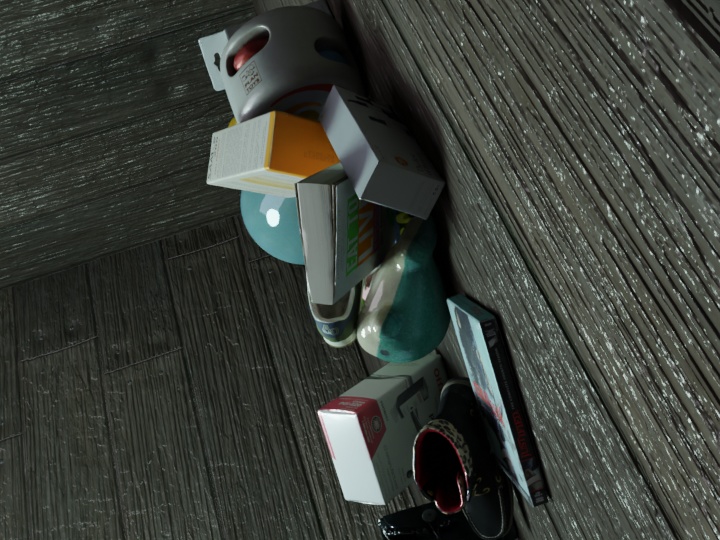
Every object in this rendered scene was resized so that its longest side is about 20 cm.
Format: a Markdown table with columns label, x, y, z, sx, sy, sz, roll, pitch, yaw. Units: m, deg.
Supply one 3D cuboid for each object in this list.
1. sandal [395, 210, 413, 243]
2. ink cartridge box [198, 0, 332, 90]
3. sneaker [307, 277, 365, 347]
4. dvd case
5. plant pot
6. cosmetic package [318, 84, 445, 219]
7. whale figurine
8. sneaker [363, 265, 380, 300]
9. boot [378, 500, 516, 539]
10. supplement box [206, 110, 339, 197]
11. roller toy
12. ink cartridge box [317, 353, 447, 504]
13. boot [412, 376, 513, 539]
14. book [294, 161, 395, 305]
| label | x | y | z | sx | sy | sz | roll | pitch | yaw |
| --- | --- | --- | --- | --- | --- | --- | --- | --- | --- |
| sandal | 0.016 | -0.099 | 1.166 | 0.079 | 0.087 | 0.201 | 117 | 137 | -86 |
| ink cartridge box | -0.132 | -0.320 | 1.348 | 0.116 | 0.199 | 0.067 | 78 | 171 | -56 |
| sneaker | -0.028 | -0.012 | 1.085 | 0.090 | 0.067 | 0.201 | 56 | -146 | -73 |
| dvd case | 0.142 | 0.131 | 0.940 | 0.146 | 0.022 | 0.201 | -133 | 24 | -79 |
| plant pot | -0.079 | -0.124 | 1.348 | 0.135 | 0.199 | 0.201 | 121 | 131 | -71 |
| cosmetic package | 0.019 | -0.134 | 0.968 | 0.051 | 0.082 | 0.200 | -64 | 28 | 25 |
| whale figurine | 0.066 | 0.027 | 1.064 | 0.159 | 0.103 | 0.200 | -59 | -11 | -45 |
| sneaker | 0.000 | 0.000 | 1.220 | 0.200 | 0.075 | 0.105 | 41 | -166 | 20 |
| boot | 0.102 | 0.316 | 1.217 | 0.200 | 0.167 | 0.077 | -113 | 7 | -52 |
| supplement box | -0.099 | -0.143 | 1.126 | 0.200 | 0.126 | 0.074 | 0 | 83 | 59 |
| roller toy | -0.094 | -0.255 | 1.227 | 0.183 | 0.199 | 0.140 | 96 | 156 | -64 |
| ink cartridge box | 0.050 | 0.225 | 1.292 | 0.085 | 0.200 | 0.146 | -6 | 106 | 43 |
| boot | 0.118 | 0.237 | 1.015 | 0.151 | 0.073 | 0.201 | -28 | -71 | -68 |
| book | -0.009 | -0.056 | 1.013 | 0.200 | 0.048 | 0.134 | -41 | -47 | -62 |
